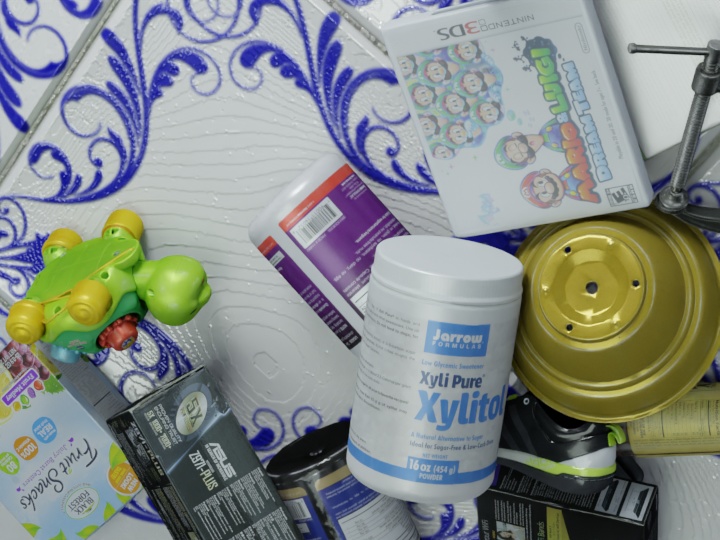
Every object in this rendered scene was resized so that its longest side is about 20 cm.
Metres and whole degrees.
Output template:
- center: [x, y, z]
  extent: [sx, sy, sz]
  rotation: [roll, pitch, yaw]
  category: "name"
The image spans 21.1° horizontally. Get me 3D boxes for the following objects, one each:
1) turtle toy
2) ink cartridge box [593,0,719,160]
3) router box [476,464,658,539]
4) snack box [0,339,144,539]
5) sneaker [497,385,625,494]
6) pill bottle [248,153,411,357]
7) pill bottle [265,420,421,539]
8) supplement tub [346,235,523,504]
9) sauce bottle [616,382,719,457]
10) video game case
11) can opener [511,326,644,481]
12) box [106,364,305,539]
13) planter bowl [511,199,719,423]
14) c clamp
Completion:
- center: [-0.238, 0.023, 1.847]
  extent: [0.199, 0.146, 0.101]
  rotation: [-15, 125, 27]
  category: "turtle toy"
- center: [0.282, -0.195, 1.570]
  extent: [0.199, 0.048, 0.146]
  rotation: [-26, 100, 24]
  category: "ink cartridge box"
- center: [0.190, 0.264, 1.766]
  extent: [0.156, 0.052, 0.201]
  rotation: [11, 134, 19]
  category: "router box"
- center: [-0.315, 0.173, 1.974]
  extent: [0.200, 0.068, 0.169]
  rotation: [46, 121, -2]
  category: "snack box"
- center: [0.147, 0.130, 1.705]
  extent: [0.199, 0.072, 0.083]
  rotation: [17, 109, 31]
  category: "sneaker"
- center: [0.000, 0.000, 1.737]
  extent: [0.200, 0.112, 0.112]
  rotation: [48, 121, -1]
  category: "pill bottle"
- center: [-0.003, 0.254, 1.845]
  extent: [0.111, 0.112, 0.201]
  rotation: [-18, 103, 29]
  category: "pill bottle"
- center: [0.062, 0.083, 1.631]
  extent: [0.131, 0.132, 0.201]
  rotation: [13, 107, 18]
  category: "supplement tub"
- center: [0.317, 0.129, 1.681]
  extent: [0.199, 0.065, 0.065]
  rotation: [-4, 110, 24]
  category: "sauce bottle"
- center: [0.129, -0.130, 1.596]
  extent: [0.181, 0.024, 0.201]
  rotation: [-9, 115, 28]
  category: "video game case"
- center: [0.194, 0.118, 1.736]
  extent: [0.067, 0.053, 0.200]
  rotation: [-38, 94, 32]
  category: "can opener"
- center: [-0.149, 0.202, 1.842]
  extent: [0.201, 0.086, 0.164]
  rotation: [60, 163, 0]
  category: "box"
- center: [0.202, 0.022, 1.618]
  extent: [0.199, 0.083, 0.202]
  rotation: [-5, 75, 19]
  category: "planter bowl"
- center: [0.291, -0.106, 1.570]
  extent: [0.170, 0.027, 0.201]
  rotation: [0, 132, -1]
  category: "c clamp"
